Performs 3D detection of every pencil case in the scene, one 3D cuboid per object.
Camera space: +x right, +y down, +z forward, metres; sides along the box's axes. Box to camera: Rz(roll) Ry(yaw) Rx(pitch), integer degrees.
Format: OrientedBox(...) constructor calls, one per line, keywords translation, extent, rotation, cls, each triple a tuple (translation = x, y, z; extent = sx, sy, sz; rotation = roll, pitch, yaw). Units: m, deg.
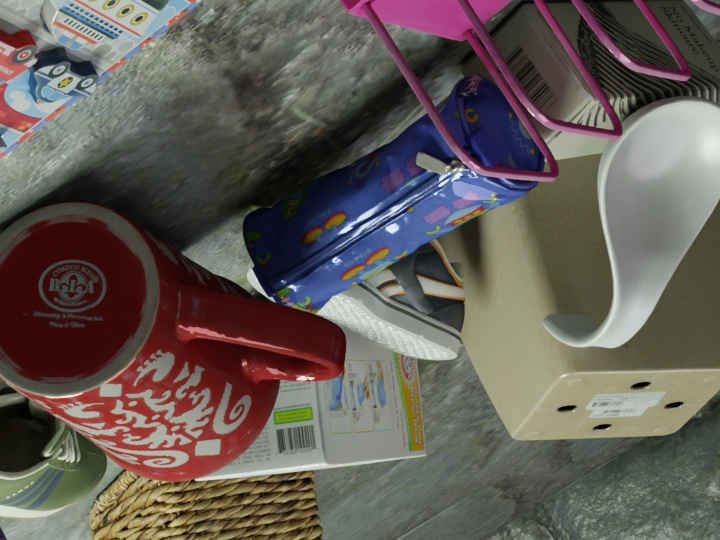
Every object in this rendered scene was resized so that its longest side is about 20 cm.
OrientedBox(translation=(0.017, -0.042, 1.094), extent=(0.200, 0.078, 0.087), rotation=(-30, -176, 30), cls="pencil case")

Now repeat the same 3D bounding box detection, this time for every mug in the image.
OrientedBox(translation=(-0.116, 0.029, 1.033), extent=(0.177, 0.134, 0.200), rotation=(-29, 160, 4), cls="mug")

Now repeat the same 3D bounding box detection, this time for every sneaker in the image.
OrientedBox(translation=(-0.220, 0.121, 1.212), extent=(0.090, 0.067, 0.200), rotation=(-34, 162, 26), cls="sneaker")
OrientedBox(translation=(0.000, 0.000, 1.266), extent=(0.078, 0.080, 0.200), rotation=(-1, 161, 41), cls="sneaker")

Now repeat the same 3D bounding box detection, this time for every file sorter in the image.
OrientedBox(translation=(0.122, -0.150, 0.934), extent=(0.200, 0.126, 0.139), rotation=(-39, 163, 23), cls="file sorter")

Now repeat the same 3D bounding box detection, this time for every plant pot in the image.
OrientedBox(translation=(0.179, 0.021, 1.338), extent=(0.199, 0.178, 0.200), rotation=(0, 156, -14), cls="plant pot")

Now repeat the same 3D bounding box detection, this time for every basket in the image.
OrientedBox(translation=(-0.146, 0.202, 1.606), extent=(0.142, 0.150, 0.200), rotation=(-1, -171, 43), cls="basket")

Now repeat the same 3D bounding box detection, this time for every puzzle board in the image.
OrientedBox(translation=(-0.163, -0.096, 0.767), extent=(0.151, 0.017, 0.200), rotation=(-35, 164, 12), cls="puzzle board")

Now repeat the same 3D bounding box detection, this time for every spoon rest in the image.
OrientedBox(translation=(0.180, -0.025, 1.156), extent=(0.099, 0.061, 0.200), rotation=(1, 128, -27), cls="spoon rest")

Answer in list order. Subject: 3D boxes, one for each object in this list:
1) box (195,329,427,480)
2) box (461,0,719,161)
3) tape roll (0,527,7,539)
OrientedBox(translation=(-0.038, 0.100, 1.364), extent=(0.112, 0.102, 0.200), rotation=(-9, 173, 23), cls="box")
OrientedBox(translation=(0.161, -0.125, 1.165), extent=(0.200, 0.082, 0.068), rotation=(-14, 155, -51), cls="box")
OrientedBox(translation=(-0.349, 0.244, 1.315), extent=(0.200, 0.085, 0.200), rotation=(-30, 164, -10), cls="tape roll")
